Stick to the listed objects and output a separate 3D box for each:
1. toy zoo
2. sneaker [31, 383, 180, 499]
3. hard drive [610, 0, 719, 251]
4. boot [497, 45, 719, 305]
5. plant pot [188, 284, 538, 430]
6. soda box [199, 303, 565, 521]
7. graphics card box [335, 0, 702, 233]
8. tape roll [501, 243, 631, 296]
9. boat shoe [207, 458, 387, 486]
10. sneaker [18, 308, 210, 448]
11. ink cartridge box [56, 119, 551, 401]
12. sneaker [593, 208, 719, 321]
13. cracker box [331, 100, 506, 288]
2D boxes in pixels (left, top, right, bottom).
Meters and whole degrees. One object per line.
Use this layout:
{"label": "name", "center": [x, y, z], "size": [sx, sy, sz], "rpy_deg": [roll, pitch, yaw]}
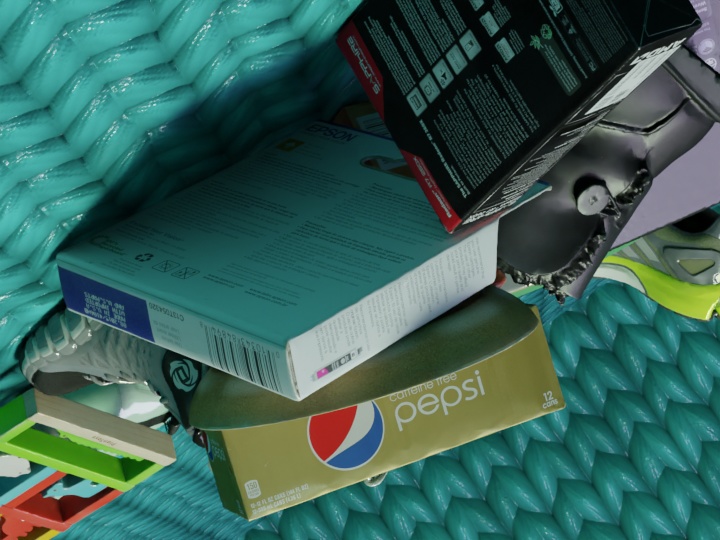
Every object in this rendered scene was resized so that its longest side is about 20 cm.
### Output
{"label": "toy zoo", "center": [-0.234, 0.144, 1.809], "size": [0.199, 0.021, 0.131], "rpy_deg": [-33, 145, 28]}
{"label": "sneaker", "center": [-0.186, 0.122, 1.911], "size": [0.118, 0.074, 0.201], "rpy_deg": [-22, 165, -27]}
{"label": "hard drive", "center": [0.171, -0.113, 1.642], "size": [0.139, 0.033, 0.201], "rpy_deg": [-23, 128, -9]}
{"label": "boot", "center": [0.107, -0.079, 1.564], "size": [0.168, 0.076, 0.200], "rpy_deg": [-50, 134, 8]}
{"label": "plant pot", "center": [-0.002, 0.042, 1.521], "size": [0.199, 0.028, 0.200], "rpy_deg": [-16, -172, 2]}
{"label": "soda box", "center": [0.011, 0.077, 1.590], "size": [0.199, 0.064, 0.068], "rpy_deg": [-19, -173, -14]}
{"label": "graphics card box", "center": [0.074, -0.119, 1.393], "size": [0.051, 0.126, 0.200], "rpy_deg": [-22, 165, -34]}
{"label": "tape roll", "center": [0.110, -0.027, 1.823], "size": [0.199, 0.048, 0.201], "rpy_deg": [-22, 168, -5]}
{"label": "boat shoe", "center": [0.008, 0.092, 1.659], "size": [0.199, 0.062, 0.073], "rpy_deg": [-22, 163, -10]}
{"label": "sneaker", "center": [-0.127, 0.063, 1.651], "size": [0.075, 0.116, 0.200], "rpy_deg": [-24, 170, -38]}
{"label": "ink cartridge box", "center": [-0.029, -0.011, 1.510], "size": [0.199, 0.044, 0.196], "rpy_deg": [-28, -149, -34]}
{"label": "sneaker", "center": [0.187, -0.036, 1.933], "size": [0.074, 0.199, 0.081], "rpy_deg": [-36, 137, -47]}
{"label": "cracker box", "center": [0.000, 0.000, 1.711], "size": [0.057, 0.135, 0.200], "rpy_deg": [-16, 160, -31]}
